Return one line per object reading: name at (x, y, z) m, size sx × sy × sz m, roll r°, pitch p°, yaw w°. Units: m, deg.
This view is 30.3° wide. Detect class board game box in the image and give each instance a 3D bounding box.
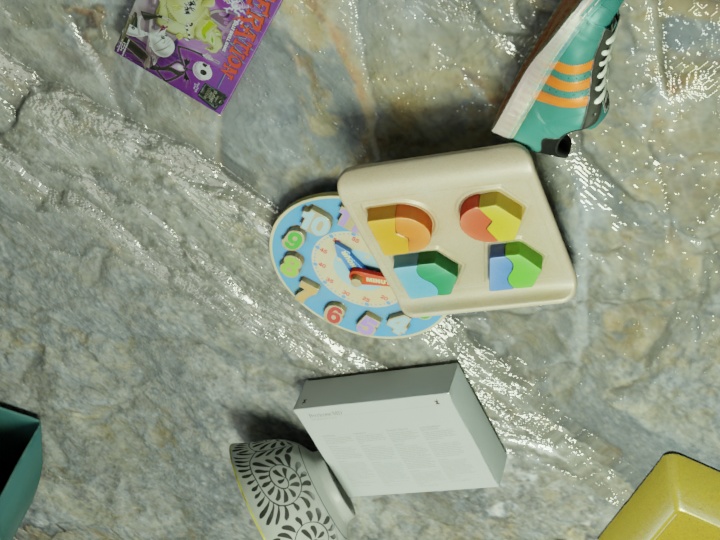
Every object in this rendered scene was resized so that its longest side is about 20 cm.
board game box at (-0.138, -0.241, 1.197) m, size 0.119 × 0.032 × 0.200 m, roll 27°, pitch 135°, yaw -9°

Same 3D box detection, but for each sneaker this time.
sneaker at (0.182, -0.170, 1.104) m, size 0.080 × 0.072 × 0.200 m, roll 26°, pitch 143°, yaw -3°

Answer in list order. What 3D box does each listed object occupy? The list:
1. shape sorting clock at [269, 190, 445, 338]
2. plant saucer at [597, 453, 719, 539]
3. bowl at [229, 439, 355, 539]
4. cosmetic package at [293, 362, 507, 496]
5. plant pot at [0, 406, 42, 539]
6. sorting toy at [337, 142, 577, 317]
shape sorting clock at (0.000, 0.000, 1.353) m, size 0.199 × 0.039 × 0.201 m, roll 12°, pitch 134°, yaw 12°
plant saucer at (0.386, 0.310, 1.475) m, size 0.199 × 0.049 × 0.201 m, roll 23°, pitch 135°, yaw 0°
bowl at (-0.066, 0.271, 1.559) m, size 0.094 × 0.201 × 0.201 m, roll -29°, pitch 121°, yaw 2°
cosmetic package at (0.045, 0.182, 1.495) m, size 0.199 × 0.052 × 0.151 m, roll -9°, pitch 129°, yaw 29°
plant pot at (-0.507, 0.286, 1.760) m, size 0.140 × 0.142 × 0.201 m, roll 18°, pitch 143°, yaw 6°
sorting toy at (0.092, -0.026, 1.238) m, size 0.184 × 0.037 × 0.200 m, roll -6°, pitch 137°, yaw 21°
